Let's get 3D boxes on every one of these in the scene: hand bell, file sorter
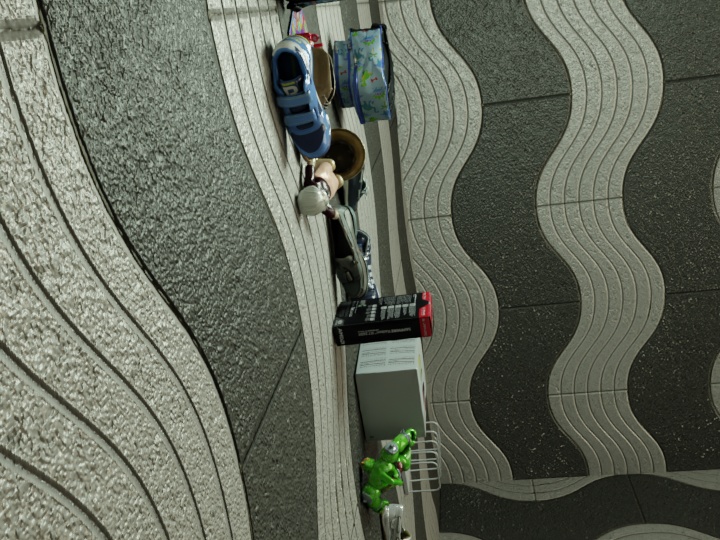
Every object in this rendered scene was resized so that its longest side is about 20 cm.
[{"bbox_3d":[-0.046,-0.226,1.577,0.200,0.103,0.105,170,-85,-87],"label":"hand bell"},{"bbox_3d":[0.201,0.616,2.501,0.200,0.124,0.140,-80,162,-58],"label":"file sorter"}]

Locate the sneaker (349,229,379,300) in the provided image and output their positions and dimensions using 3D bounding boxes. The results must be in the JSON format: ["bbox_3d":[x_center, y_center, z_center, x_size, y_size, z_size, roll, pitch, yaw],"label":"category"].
[{"bbox_3d":[0.000,0.000,1.713,0.109,0.070,0.201,81,1,-55],"label":"sneaker"}]

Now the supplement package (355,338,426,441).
[{"bbox_3d":[0.079,0.271,1.820,0.200,0.146,0.193,-79,161,-66],"label":"supplement package"}]

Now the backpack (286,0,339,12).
[{"bbox_3d":[-0.054,-0.528,1.261,0.183,0.198,0.136,-24,108,-80],"label":"backpack"}]

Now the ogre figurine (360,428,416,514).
[{"bbox_3d":[0.060,0.451,1.697,0.098,0.200,0.120,46,8,25],"label":"ogre figurine"}]

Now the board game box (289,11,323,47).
[{"bbox_3d":[-0.095,-0.422,1.448,0.159,0.039,0.201,76,12,-47],"label":"board game box"}]

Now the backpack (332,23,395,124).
[{"bbox_3d":[0.011,-0.460,1.820,0.183,0.146,0.201,67,16,-67],"label":"backpack"}]

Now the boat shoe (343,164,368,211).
[{"bbox_3d":[-0.012,-0.199,1.758,0.200,0.061,0.075,84,-2,-59],"label":"boat shoe"}]

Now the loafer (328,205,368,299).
[{"bbox_3d":[-0.035,-0.038,1.574,0.063,0.071,0.202,-1,79,-62],"label":"loafer"}]

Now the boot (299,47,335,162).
[{"bbox_3d":[-0.083,-0.294,1.337,0.074,0.075,0.202,-45,133,-82],"label":"boot"}]

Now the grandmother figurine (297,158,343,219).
[{"bbox_3d":[-0.074,-0.145,1.382,0.122,0.060,0.200,55,19,-11],"label":"grandmother figurine"}]

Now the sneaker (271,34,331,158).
[{"bbox_3d":[-0.102,-0.277,1.226,0.082,0.073,0.201,-64,140,-71],"label":"sneaker"}]

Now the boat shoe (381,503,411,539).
[{"bbox_3d":[0.097,0.689,1.933,0.071,0.069,0.201,-77,161,-69],"label":"boat shoe"}]

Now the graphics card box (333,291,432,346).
[{"bbox_3d":[0.049,0.099,1.554,0.126,0.198,0.051,-78,160,-67],"label":"graphics card box"}]
